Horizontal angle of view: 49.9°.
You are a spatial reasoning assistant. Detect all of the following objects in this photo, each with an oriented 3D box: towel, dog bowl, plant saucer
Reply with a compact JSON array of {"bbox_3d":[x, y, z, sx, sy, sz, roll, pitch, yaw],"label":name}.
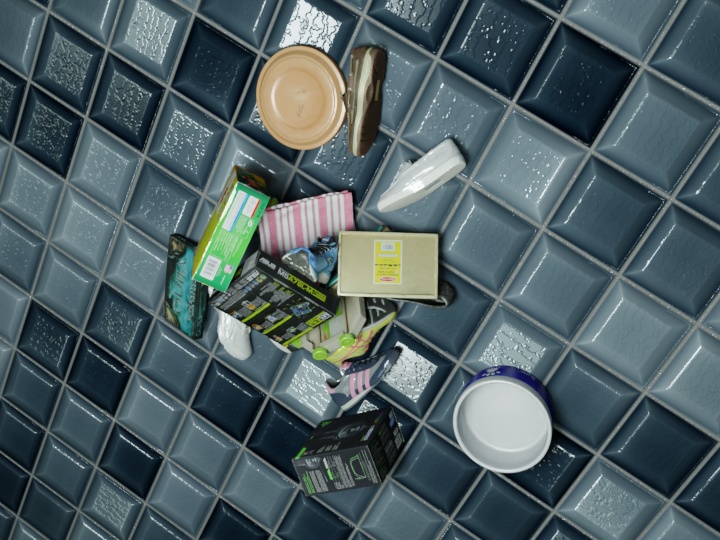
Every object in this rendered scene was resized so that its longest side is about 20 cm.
[{"bbox_3d":[-0.104,-0.073,1.552,0.196,0.030,0.149,-13,119,-12],"label":"towel"},{"bbox_3d":[0.290,0.299,1.564,0.196,0.079,0.204,6,108,18],"label":"dog bowl"},{"bbox_3d":[-0.119,-0.342,1.541,0.197,0.032,0.204,6,109,19],"label":"plant saucer"}]

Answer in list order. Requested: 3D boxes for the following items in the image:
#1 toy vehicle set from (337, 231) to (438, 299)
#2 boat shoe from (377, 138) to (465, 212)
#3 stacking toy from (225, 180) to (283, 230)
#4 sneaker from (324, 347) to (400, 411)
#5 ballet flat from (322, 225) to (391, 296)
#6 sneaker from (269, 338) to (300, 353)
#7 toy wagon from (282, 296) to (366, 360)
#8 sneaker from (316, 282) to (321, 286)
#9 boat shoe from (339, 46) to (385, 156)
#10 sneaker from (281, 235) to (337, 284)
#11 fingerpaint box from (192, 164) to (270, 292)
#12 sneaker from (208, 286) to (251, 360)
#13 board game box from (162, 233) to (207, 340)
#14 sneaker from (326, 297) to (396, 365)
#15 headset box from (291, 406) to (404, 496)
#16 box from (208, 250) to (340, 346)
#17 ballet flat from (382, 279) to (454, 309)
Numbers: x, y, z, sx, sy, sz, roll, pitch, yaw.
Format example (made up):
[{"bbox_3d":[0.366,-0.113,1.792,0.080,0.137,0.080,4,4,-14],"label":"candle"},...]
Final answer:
[{"bbox_3d":[0.053,-0.011,1.513,0.196,0.027,0.127,2,87,1],"label":"toy vehicle set"},{"bbox_3d":[0.108,-0.183,1.491,0.199,0.071,0.069,-33,72,32],"label":"boat shoe"},{"bbox_3d":[-0.194,-0.115,1.611,0.197,0.116,0.111,25,109,-2],"label":"stacking toy"},{"bbox_3d":[0.000,0.217,1.650,0.082,0.070,0.200,44,115,-2],"label":"sneaker"},{"bbox_3d":[0.000,0.000,1.561,0.065,0.071,0.200,43,97,-9],"label":"ballet flat"},{"bbox_3d":[-0.174,0.083,1.669,0.086,0.080,0.202,-31,97,21],"label":"sneaker"},{"bbox_3d":[-0.078,0.110,1.608,0.198,0.157,0.039,-29,136,23],"label":"toy wagon"},{"bbox_3d":[-0.176,0.037,1.598,0.196,0.087,0.075,-13,79,2],"label":"sneaker"},{"bbox_3d":[-0.003,-0.326,1.488,0.074,0.074,0.206,18,105,27],"label":"boat shoe"},{"bbox_3d":[-0.088,-0.032,1.478,0.078,0.200,0.091,32,93,8],"label":"sneaker"},{"bbox_3d":[-0.249,-0.083,1.481,0.072,0.167,0.202,24,101,-18],"label":"fingerpaint box"},{"bbox_3d":[-0.267,0.101,1.711,0.098,0.078,0.204,-11,103,19],"label":"sneaker"},{"bbox_3d":[-0.391,0.036,1.730,0.134,0.028,0.204,27,116,39],"label":"board game box"},{"bbox_3d":[-0.001,0.132,1.631,0.198,0.079,0.090,-32,128,16],"label":"sneaker"},{"bbox_3d":[-0.030,0.387,1.658,0.197,0.174,0.094,-16,102,25],"label":"headset box"},{"bbox_3d":[-0.171,0.060,1.512,0.191,0.048,0.199,30,142,-23],"label":"box"},{"bbox_3d":[0.094,0.036,1.566,0.196,0.057,0.068,7,108,18],"label":"ballet flat"}]
